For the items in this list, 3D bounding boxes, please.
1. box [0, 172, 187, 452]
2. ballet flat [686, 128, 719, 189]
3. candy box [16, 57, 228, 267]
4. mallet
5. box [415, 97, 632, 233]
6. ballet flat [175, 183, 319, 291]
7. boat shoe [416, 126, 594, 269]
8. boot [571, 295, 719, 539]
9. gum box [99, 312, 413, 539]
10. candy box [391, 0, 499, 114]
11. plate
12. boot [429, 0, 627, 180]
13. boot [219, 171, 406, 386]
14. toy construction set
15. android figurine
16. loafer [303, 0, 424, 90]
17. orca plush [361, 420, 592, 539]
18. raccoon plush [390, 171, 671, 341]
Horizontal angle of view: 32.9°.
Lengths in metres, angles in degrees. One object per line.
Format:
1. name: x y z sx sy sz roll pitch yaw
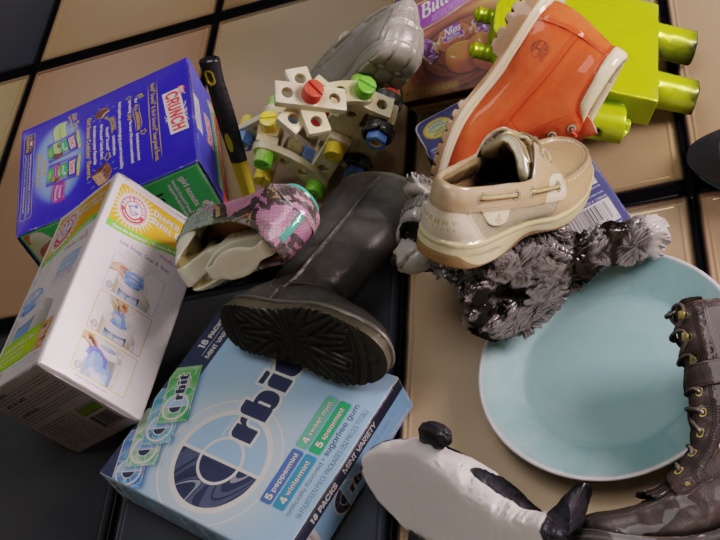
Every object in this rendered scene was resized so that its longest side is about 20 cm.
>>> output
1. box: -0.227 0.036 1.058 0.112 0.101 0.202 -27 38 44
2. ballet flat: 0.333 -0.083 0.925 0.073 0.073 0.199 -46 47 -16
3. candy box: -0.239 -0.102 1.224 0.198 0.077 0.170 -22 45 10
4. mallet: -0.096 -0.089 1.064 0.065 0.203 0.041 6 32 24
5. box: 0.135 -0.076 1.032 0.120 0.033 0.201 -27 53 4
6. ballet flat: -0.107 -0.018 0.983 0.199 0.069 0.071 -17 28 53
7. boat shoe: 0.111 -0.066 0.870 0.072 0.066 0.199 25 35 31
8. boot: 0.226 0.102 0.802 0.197 0.069 0.176 -8 62 7
9. gum box: -0.084 0.134 0.967 0.198 0.045 0.171 16 60 35
10. candy box: 0.089 -0.258 1.139 0.115 0.056 0.203 -9 80 20
11. plate: 0.184 0.070 0.900 0.197 0.026 0.202 -14 49 16
12. boot: 0.129 -0.114 0.974 0.107 0.075 0.202 33 107 9
13. boot: 0.000 -0.002 1.001 0.180 0.073 0.200 16 40 35
14. toy construction set: -0.040 -0.130 1.088 0.129 0.200 0.093 20 75 -10
15. android figurine: 0.192 -0.189 1.051 0.197 0.041 0.184 9 54 -1
16. loafer: -0.003 -0.185 1.134 0.199 0.069 0.071 -25 47 53
17. orca plush: 0.088 0.150 0.846 0.070 0.107 0.199 -10 -2 -38
18. raccoon plush: 0.122 -0.025 0.950 0.197 0.098 0.135 -8 40 -20
